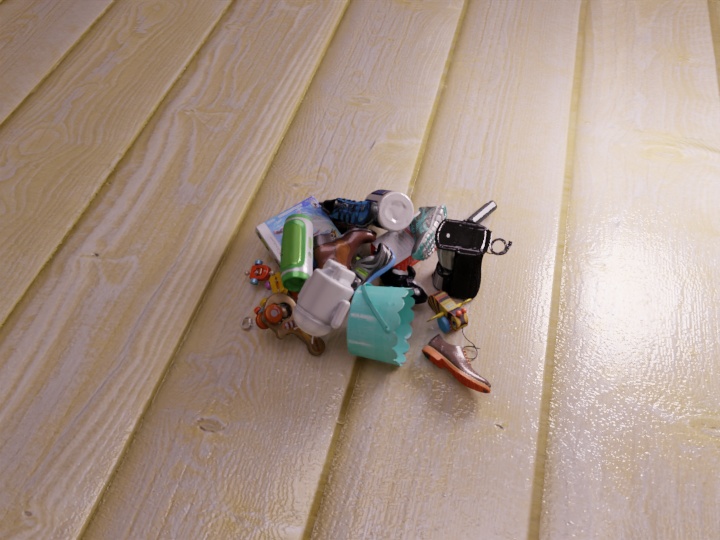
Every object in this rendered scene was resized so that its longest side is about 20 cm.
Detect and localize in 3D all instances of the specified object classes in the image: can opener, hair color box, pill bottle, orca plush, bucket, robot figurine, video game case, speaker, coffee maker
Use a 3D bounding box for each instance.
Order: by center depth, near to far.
[{"bbox_3d":[-0.092,0.076,1.545,0.169,0.112,0.202,35,96,46],"label":"robot figurine"},{"bbox_3d":[0.053,0.132,1.574,0.133,0.208,0.209,8,53,14],"label":"bucket"},{"bbox_3d":[-0.168,-0.049,1.668,0.087,0.089,0.202,-2,58,0],"label":"speaker"},{"bbox_3d":[0.285,-0.018,1.674,0.191,0.201,0.135,32,62,26],"label":"coffee maker"},{"bbox_3d":[0.090,0.024,1.690,0.071,0.105,0.201,-18,64,-46],"label":"orca plush"},{"bbox_3d":[-0.165,-0.091,1.771,0.199,0.046,0.182,-32,77,-21],"label":"video game case"},{"bbox_3d":[0.071,-0.175,1.806,0.110,0.112,0.200,-19,14,-12],"label":"pill bottle"},{"bbox_3d":[0.138,-0.078,1.811,0.199,0.064,0.111,-33,59,-19],"label":"hair color box"},{"bbox_3d":[0.336,-0.133,1.862,0.200,0.053,0.067,-44,97,-25],"label":"can opener"}]

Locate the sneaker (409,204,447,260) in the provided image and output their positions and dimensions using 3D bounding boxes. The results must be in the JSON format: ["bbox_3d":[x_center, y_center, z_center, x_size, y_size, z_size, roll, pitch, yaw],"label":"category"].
[{"bbox_3d":[0.173,-0.107,1.760,0.090,0.078,0.201,9,50,27],"label":"sneaker"}]

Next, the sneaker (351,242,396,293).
[{"bbox_3d":[0.000,0.000,1.650,0.199,0.071,0.083,-38,101,-11],"label":"sneaker"}]

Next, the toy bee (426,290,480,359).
[{"bbox_3d":[0.249,0.114,1.635,0.199,0.109,0.131,34,59,24],"label":"toy bee"}]

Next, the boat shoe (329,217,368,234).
[{"bbox_3d":[-0.077,-0.121,1.847,0.197,0.073,0.073,10,52,1],"label":"boat shoe"}]

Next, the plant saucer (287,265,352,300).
[{"bbox_3d":[-0.118,0.023,1.762,0.197,0.032,0.202,-1,54,1],"label":"plant saucer"}]

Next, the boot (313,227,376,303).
[{"bbox_3d":[-0.029,-0.009,1.706,0.186,0.069,0.203,-7,73,-18],"label":"boot"}]

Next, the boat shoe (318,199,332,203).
[{"bbox_3d":[-0.086,-0.181,1.892,0.197,0.066,0.073,1,52,2],"label":"boat shoe"}]

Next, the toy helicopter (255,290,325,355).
[{"bbox_3d":[-0.164,0.136,1.622,0.200,0.079,0.133,45,55,-9],"label":"toy helicopter"}]

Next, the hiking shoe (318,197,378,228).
[{"bbox_3d":[-0.033,-0.163,1.734,0.199,0.086,0.075,1,75,51],"label":"hiking shoe"}]

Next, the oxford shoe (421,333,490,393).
[{"bbox_3d":[0.249,0.229,1.563,0.199,0.072,0.073,35,72,25],"label":"oxford shoe"}]

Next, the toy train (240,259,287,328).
[{"bbox_3d":[-0.257,0.069,1.716,0.148,0.056,0.203,-6,64,29],"label":"toy train"}]
